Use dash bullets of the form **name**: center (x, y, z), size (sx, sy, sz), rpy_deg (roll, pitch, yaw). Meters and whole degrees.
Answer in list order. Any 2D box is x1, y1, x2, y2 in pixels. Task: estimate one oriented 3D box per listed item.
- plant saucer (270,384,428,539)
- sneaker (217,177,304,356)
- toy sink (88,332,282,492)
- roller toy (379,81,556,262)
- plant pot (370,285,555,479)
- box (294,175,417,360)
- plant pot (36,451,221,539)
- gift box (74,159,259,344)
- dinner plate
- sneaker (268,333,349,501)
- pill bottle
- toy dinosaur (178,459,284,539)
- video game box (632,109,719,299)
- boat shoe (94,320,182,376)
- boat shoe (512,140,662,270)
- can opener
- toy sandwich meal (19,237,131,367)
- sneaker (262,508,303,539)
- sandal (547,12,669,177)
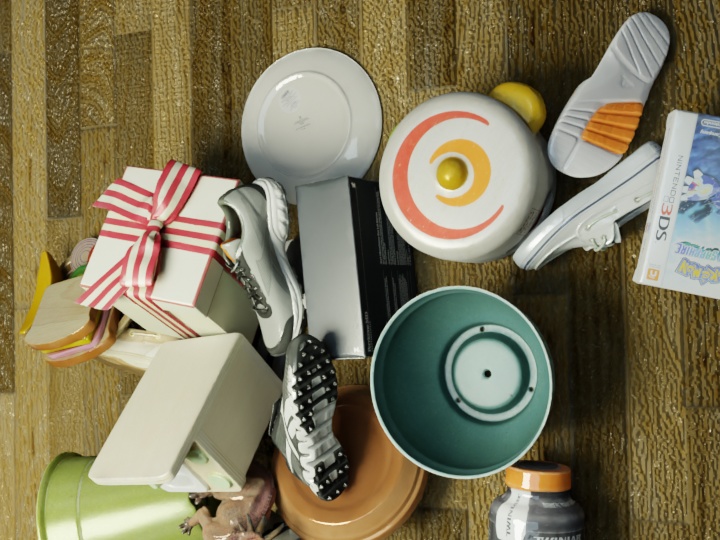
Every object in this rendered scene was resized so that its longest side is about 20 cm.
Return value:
- **plant saucer**: center (-0.018, 0.225, 1.131), size (0.199, 0.037, 0.201), rpy_deg (-10, 59, 17)
- **sneaker**: center (-0.117, 0.000, 1.083), size (0.074, 0.079, 0.202), rpy_deg (-3, 100, 56)
- **toy sink**: center (-0.195, 0.187, 1.111), size (0.130, 0.112, 0.201), rpy_deg (-10, 40, 33)
- **roller toy**: center (0.121, -0.102, 1.070), size (0.199, 0.140, 0.184), rpy_deg (-11, 85, 22)
- **plant pot**: center (0.127, 0.119, 1.066), size (0.199, 0.134, 0.202), rpy_deg (-1, 88, 23)
- **box**: center (0.000, 0.000, 1.115), size (0.078, 0.141, 0.202), rpy_deg (-8, 85, 28)
- **plant pot**: center (-0.273, 0.308, 1.218), size (0.189, 0.200, 0.201), rpy_deg (-16, 83, 9)
- **gift box**: center (-0.227, -0.012, 1.163), size (0.199, 0.187, 0.186), rpy_deg (4, 68, 19)
- **dinner plate**: center (-0.068, -0.183, 1.216), size (0.199, 0.024, 0.202), rpy_deg (-1, 87, 23)
- **sneaker**: center (-0.069, 0.159, 1.070), size (0.090, 0.066, 0.201), rpy_deg (15, 123, 42)
- **pill bottle**: center (0.191, 0.312, 1.050), size (0.105, 0.106, 0.202), rpy_deg (2, 90, 23)
- **toy dinosaur**: center (-0.133, 0.284, 1.109), size (0.135, 0.086, 0.201), rpy_deg (-21, 43, 39)
- **video game box**: center (0.398, -0.056, 0.981), size (0.198, 0.047, 0.184), rpy_deg (11, 95, 8)
- **boat shoe**: center (-0.315, 0.096, 1.293), size (0.199, 0.074, 0.070), rpy_deg (13, 70, 30)
- **boat shoe**: center (0.259, -0.055, 1.047), size (0.200, 0.073, 0.067), rpy_deg (-41, 76, 16)
- **can opener**: center (-0.100, 0.056, 1.199), size (0.053, 0.067, 0.201), rpy_deg (18, 95, 23)
- **toy sandwich meal**: center (-0.373, 0.032, 1.272), size (0.204, 0.070, 0.206), rpy_deg (-15, 54, 21)
- **sneaker**: center (-0.051, 0.318, 1.178), size (0.199, 0.077, 0.085), rpy_deg (-24, 117, 8)
- **sandal**: center (0.274, -0.186, 1.058), size (0.079, 0.059, 0.207), rpy_deg (33, 80, -2)
